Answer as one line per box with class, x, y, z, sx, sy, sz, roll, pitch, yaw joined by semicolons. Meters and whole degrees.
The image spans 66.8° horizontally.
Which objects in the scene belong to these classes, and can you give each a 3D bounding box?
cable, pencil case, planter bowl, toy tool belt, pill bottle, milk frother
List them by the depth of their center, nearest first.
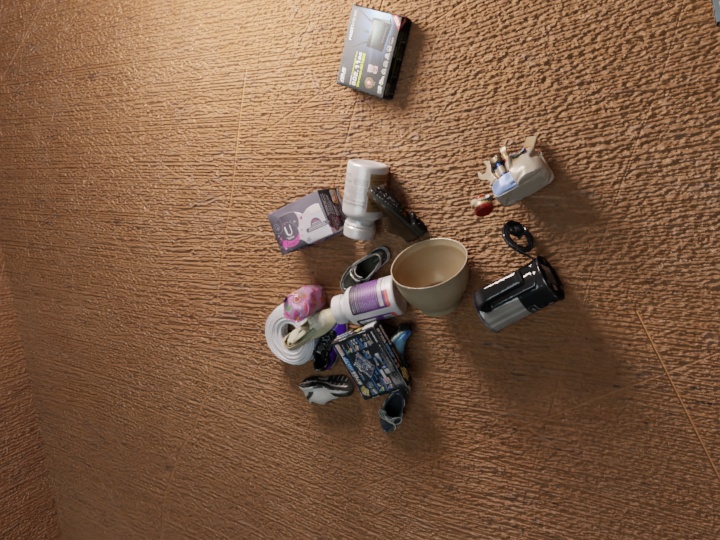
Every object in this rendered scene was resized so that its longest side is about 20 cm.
toy tool belt;0.344;-0.224;1.291;0.199;0.124;0.124;-29;56;29
milk frother;0.359;0.013;1.333;0.187;0.180;0.202;-33;42;31
planter bowl;0.189;0.031;1.402;0.198;0.201;0.136;1;130;30
pill bottle;0.009;-0.191;1.479;0.113;0.114;0.203;17;111;25
pill bottle;0.021;0.089;1.530;0.197;0.111;0.113;-16;94;23
pencil case;-0.162;0.093;1.601;0.086;0.200;0.089;2;99;13
cable;-0.210;0.198;1.731;0.199;0.069;0.202;35;117;18

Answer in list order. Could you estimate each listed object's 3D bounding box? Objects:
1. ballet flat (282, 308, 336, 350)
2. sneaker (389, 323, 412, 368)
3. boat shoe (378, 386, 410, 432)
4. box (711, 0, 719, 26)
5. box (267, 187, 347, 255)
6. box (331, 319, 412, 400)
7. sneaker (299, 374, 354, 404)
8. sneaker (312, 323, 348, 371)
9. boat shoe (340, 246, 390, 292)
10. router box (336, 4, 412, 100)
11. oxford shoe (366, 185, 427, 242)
ballet flat;-0.150;0.172;1.618;0.199;0.069;0.070;-37;83;11
sneaker;0.110;0.238;1.565;0.089;0.078;0.202;27;122;7
boat shoe;0.096;0.412;1.603;0.074;0.062;0.202;29;125;10
box;0.726;-0.583;1.002;0.158;0.049;0.203;-11;97;34
box;-0.149;-0.141;1.584;0.198;0.114;0.134;-19;92;33
box;0.031;0.255;1.533;0.158;0.046;0.202;-25;100;33
sneaker;-0.098;0.380;1.723;0.198;0.074;0.081;-6;114;36
sneaker;-0.098;0.221;1.652;0.069;0.099;0.203;22;109;23
boat shoe;0.000;0.000;1.558;0.072;0.071;0.200;50;122;9
router box;0.032;-0.559;1.403;0.148;0.062;0.203;25;114;24
oxford shoe;0.080;-0.140;1.428;0.084;0.073;0.200;-37;114;28
